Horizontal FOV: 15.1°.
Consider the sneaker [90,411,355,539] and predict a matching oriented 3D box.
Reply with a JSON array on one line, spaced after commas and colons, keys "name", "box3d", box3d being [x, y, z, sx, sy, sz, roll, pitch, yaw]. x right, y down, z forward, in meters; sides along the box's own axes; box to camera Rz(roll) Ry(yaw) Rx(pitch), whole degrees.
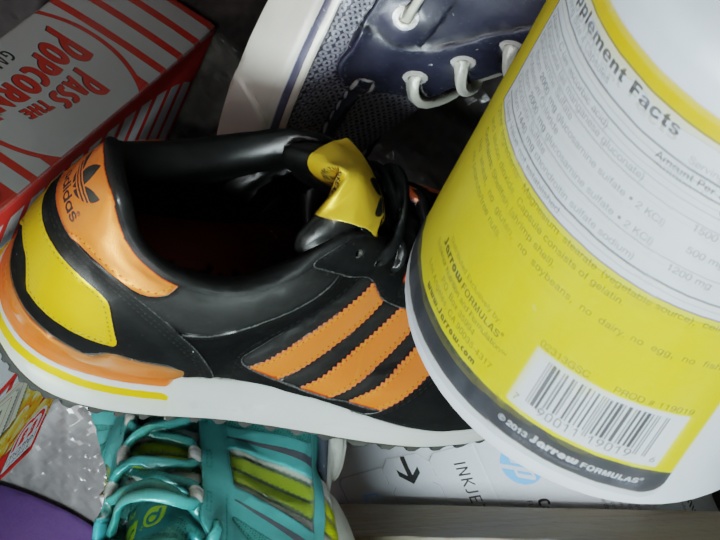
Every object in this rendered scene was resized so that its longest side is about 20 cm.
[{"name": "sneaker", "box3d": [-0.045, 0.066, 0.794, 0.077, 0.080, 0.200, -26, 71, 23]}]

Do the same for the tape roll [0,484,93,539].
[{"name": "tape roll", "box3d": [-0.144, 0.178, 1.012, 0.200, 0.066, 0.200, 12, 122, 21]}]

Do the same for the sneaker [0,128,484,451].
[{"name": "sneaker", "box3d": [0.000, 0.000, 0.767, 0.200, 0.070, 0.090, 3, 149, -26]}]

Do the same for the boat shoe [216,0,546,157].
[{"name": "boat shoe", "box3d": [0.030, -0.071, 0.771, 0.093, 0.075, 0.200, 34, 128, 11]}]

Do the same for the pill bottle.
[{"name": "pill bottle", "box3d": [0.095, -0.040, 0.674, 0.112, 0.112, 0.200, 34, 133, 5]}]

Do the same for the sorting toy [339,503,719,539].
[{"name": "sorting toy", "box3d": [0.062, 0.176, 0.854, 0.200, 0.070, 0.199, -2, 119, 27]}]

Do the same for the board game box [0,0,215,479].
[{"name": "board game box", "box3d": [-0.130, 0.015, 0.856, 0.046, 0.152, 0.200, 33, 128, 7]}]

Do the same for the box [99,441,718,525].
[{"name": "box", "box3d": [0.030, 0.115, 0.902, 0.200, 0.041, 0.156, -13, 112, 33]}]
